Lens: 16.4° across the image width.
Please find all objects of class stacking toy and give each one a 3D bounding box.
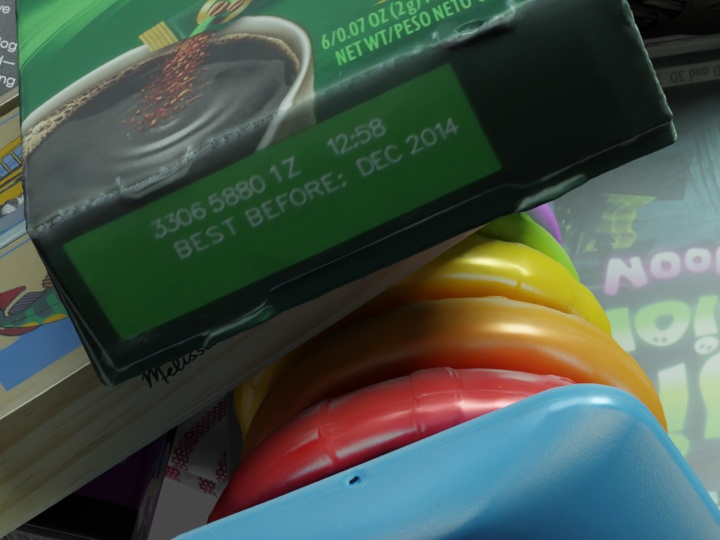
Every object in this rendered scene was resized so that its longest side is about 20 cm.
[{"bbox_3d":[0.013,0.013,0.567,0.115,0.110,0.201,-23,44,14],"label":"stacking toy"}]

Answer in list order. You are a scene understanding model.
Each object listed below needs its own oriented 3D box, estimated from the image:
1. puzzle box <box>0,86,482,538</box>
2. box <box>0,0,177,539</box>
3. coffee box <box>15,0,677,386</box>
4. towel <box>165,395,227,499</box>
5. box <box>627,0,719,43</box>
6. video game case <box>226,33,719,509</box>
[{"bbox_3d":[-0.048,-0.015,0.553,0.199,0.026,0.133,-33,31,-11],"label":"puzzle box"},{"bbox_3d":[-0.100,-0.035,0.635,0.142,0.036,0.201,13,71,5],"label":"box"},{"bbox_3d":[-0.015,-0.066,0.535,0.122,0.044,0.200,-23,31,7],"label":"coffee box"},{"bbox_3d":[0.000,0.000,0.684,0.199,0.030,0.147,15,63,36],"label":"towel"},{"bbox_3d":[0.114,-0.092,0.673,0.199,0.049,0.158,6,-10,-29],"label":"box"},{"bbox_3d":[0.064,0.023,0.611,0.198,0.023,0.183,-7,58,7],"label":"video game case"}]
